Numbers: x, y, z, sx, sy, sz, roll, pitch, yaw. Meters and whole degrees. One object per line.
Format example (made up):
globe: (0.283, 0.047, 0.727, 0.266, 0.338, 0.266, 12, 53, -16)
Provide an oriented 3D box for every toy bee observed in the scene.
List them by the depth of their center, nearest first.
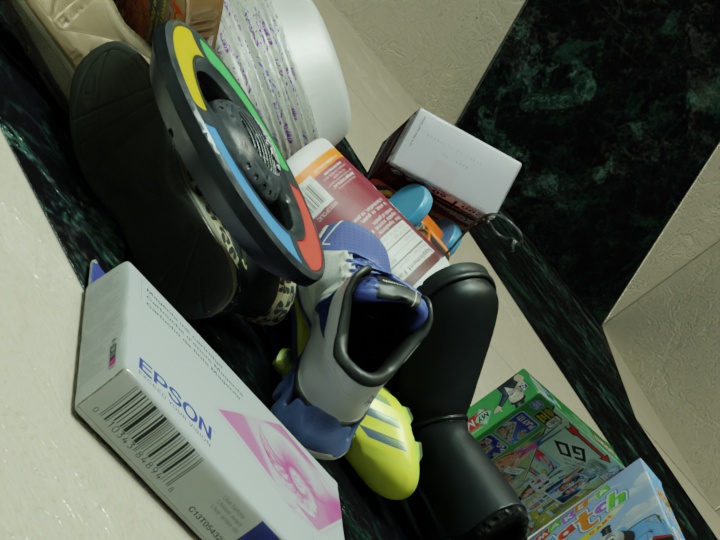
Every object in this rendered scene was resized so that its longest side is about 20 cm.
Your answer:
toy bee: (0.036, -0.023, 1.562, 0.131, 0.109, 0.200, 43, -14, -12)

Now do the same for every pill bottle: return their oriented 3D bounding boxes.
pill bottle: (0.000, 0.000, 1.428, 0.200, 0.114, 0.114, 45, 9, 3)

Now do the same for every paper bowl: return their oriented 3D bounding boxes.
paper bowl: (-0.076, -0.173, 1.605, 0.201, 0.104, 0.201, 160, -90, -83)

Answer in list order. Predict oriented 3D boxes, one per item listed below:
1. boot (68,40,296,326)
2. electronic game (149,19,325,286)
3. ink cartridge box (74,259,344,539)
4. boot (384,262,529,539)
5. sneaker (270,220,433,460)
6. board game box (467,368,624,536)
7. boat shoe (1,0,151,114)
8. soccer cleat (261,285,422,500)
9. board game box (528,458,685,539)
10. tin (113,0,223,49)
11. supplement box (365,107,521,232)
boot: (-0.121, -0.051, 1.227, 0.204, 0.073, 0.154, 65, 13, 15)
electronic game: (-0.080, -0.078, 1.181, 0.200, 0.042, 0.200, 58, 9, -15)
ink cartridge box: (-0.082, 0.089, 1.014, 0.196, 0.043, 0.200, 49, 12, -22)
boot: (0.079, 0.117, 1.299, 0.076, 0.200, 0.168, -3, 43, -32)
sneaker: (0.007, 0.030, 1.232, 0.081, 0.115, 0.199, 30, 39, -16)
board game box: (0.126, 0.162, 1.465, 0.200, 0.135, 0.029, 40, 16, -53)
boat shoe: (-0.189, -0.143, 1.250, 0.065, 0.072, 0.200, 9, -43, 56)
soccer cleat: (-0.026, 0.085, 1.298, 0.084, 0.065, 0.200, -8, 62, -45)
board game box: (0.193, 0.245, 1.441, 0.037, 0.151, 0.200, 50, 10, -12)
tin: (-0.147, -0.180, 1.290, 0.112, 0.042, 0.200, 57, -34, 32)
supplement box: (0.071, -0.087, 1.658, 0.109, 0.061, 0.200, 29, -7, -5)
